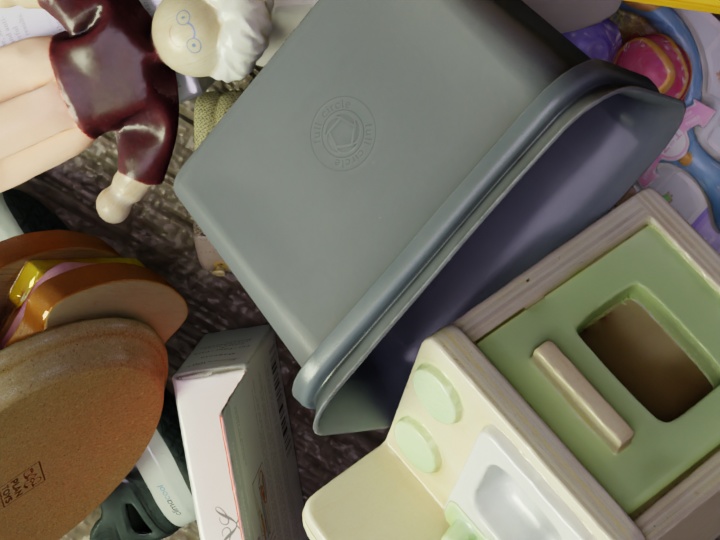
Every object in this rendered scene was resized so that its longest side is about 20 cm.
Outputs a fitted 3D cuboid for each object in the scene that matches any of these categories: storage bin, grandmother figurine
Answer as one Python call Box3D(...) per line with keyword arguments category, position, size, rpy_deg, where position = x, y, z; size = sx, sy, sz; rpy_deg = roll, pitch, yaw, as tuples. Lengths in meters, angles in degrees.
Box3D(category="storage bin", position=(0.025, -0.048, 0.947), size=(0.200, 0.145, 0.134), rpy_deg=(-48, 70, 17))
Box3D(category="grandmother figurine", position=(-0.127, -0.080, 0.960), size=(0.199, 0.061, 0.122), rpy_deg=(-24, 108, 13))

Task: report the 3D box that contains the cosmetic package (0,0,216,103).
Box3D(category="cosmetic package", position=(-0.170, -0.094, 1.046), size=(0.199, 0.113, 0.082), rpy_deg=(-21, 98, 12))

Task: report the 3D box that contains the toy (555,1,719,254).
Box3D(category="toy", position=(0.133, -0.081, 1.043), size=(0.200, 0.047, 0.115), rpy_deg=(41, 101, -3))

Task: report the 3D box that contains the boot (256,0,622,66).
Box3D(category="boot", position=(0.025, -0.155, 1.028), size=(0.198, 0.073, 0.091), rpy_deg=(-6, 67, 8))

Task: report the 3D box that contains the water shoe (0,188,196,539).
Box3D(category="water shoe", position=(-0.154, 0.055, 1.094), size=(0.079, 0.072, 0.201), rpy_deg=(-30, 96, 13))

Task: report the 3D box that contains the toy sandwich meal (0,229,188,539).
Box3D(category="toy sandwich meal", position=(-0.172, 0.069, 0.995), size=(0.205, 0.205, 0.070), rpy_deg=(-46, 67, 13))

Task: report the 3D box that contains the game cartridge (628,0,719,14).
Box3D(category="game cartridge", position=(0.089, -0.166, 0.925), size=(0.198, 0.177, 0.033), rpy_deg=(7, 123, 4))

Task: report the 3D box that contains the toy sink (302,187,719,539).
Box3D(category="toy sink", position=(0.091, 0.078, 0.943), size=(0.199, 0.112, 0.130), rpy_deg=(-33, 69, -26))

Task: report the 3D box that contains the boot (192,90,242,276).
Box3D(category="boot", position=(0.000, 0.000, 1.065), size=(0.154, 0.073, 0.202), rpy_deg=(-4, 111, 14))

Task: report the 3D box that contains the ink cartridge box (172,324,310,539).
Box3D(category="ink cartridge box", position=(-0.056, 0.144, 1.046), size=(0.043, 0.174, 0.202), rpy_deg=(-8, 100, 8))
